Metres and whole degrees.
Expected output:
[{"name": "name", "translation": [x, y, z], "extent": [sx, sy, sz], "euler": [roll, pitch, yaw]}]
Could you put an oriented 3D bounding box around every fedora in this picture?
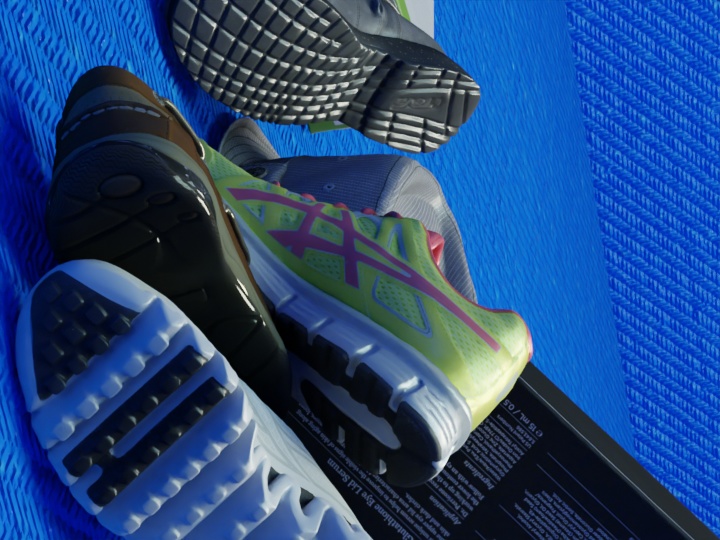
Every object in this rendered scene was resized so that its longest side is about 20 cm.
[{"name": "fedora", "translation": [0.000, 0.000, 1.185], "extent": [0.200, 0.090, 0.178], "euler": [-54, 124, -70]}]

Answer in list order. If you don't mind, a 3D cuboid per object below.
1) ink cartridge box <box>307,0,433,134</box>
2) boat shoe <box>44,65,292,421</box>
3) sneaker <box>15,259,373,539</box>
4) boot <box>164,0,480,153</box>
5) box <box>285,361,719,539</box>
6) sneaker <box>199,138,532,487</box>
[{"name": "ink cartridge box", "translation": [-0.007, -0.202, 1.394], "extent": [0.148, 0.075, 0.201], "euler": [70, 16, -48]}, {"name": "boat shoe", "translation": [-0.072, 0.000, 0.935], "extent": [0.200, 0.075, 0.074], "euler": [81, -2, -51]}, {"name": "sneaker", "translation": [-0.060, 0.069, 0.906], "extent": [0.200, 0.075, 0.081], "euler": [52, 6, -28]}, {"name": "boot", "translation": [-0.040, -0.130, 1.190], "extent": [0.200, 0.070, 0.132], "euler": [23, 25, -47]}, {"name": "box", "translation": [0.045, 0.112, 1.057], "extent": [0.200, 0.141, 0.079], "euler": [44, 6, 6]}, {"name": "sneaker", "translation": [-0.012, 0.004, 0.998], "extent": [0.200, 0.090, 0.078], "euler": [41, -31, 27]}]
